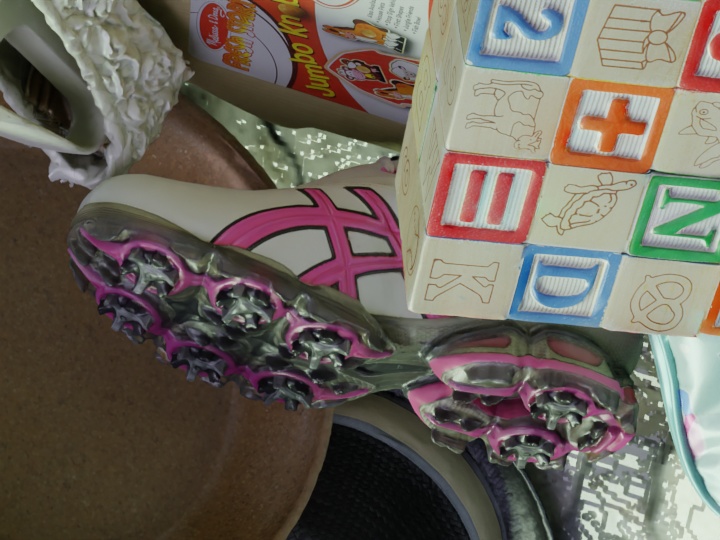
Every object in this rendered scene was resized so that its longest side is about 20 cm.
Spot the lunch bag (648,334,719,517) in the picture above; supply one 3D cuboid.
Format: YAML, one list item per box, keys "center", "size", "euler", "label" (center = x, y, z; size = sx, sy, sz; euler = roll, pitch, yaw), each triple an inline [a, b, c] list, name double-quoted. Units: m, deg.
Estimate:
- center: [0.162, -0.001, 0.779]
  size: [0.159, 0.077, 0.201]
  euler: [-5, 118, 26]
  label: "lunch bag"

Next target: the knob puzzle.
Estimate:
- center: [-0.020, -0.094, 0.772]
  size: [0.218, 0.031, 0.220]
  euler: [16, 162, 5]
  label: "knob puzzle"

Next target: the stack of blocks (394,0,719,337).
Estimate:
- center: [0.083, -0.077, 0.645]
  size: [0.114, 0.059, 0.201]
  euler: [4, 131, -8]
  label: "stack of blocks"

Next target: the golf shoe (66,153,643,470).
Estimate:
- center: [0.000, 0.000, 0.817]
  size: [0.199, 0.093, 0.073]
  euler: [17, 148, -16]
  label: "golf shoe"

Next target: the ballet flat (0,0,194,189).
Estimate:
- center: [-0.111, -0.083, 0.738]
  size: [0.071, 0.072, 0.200]
  euler: [-3, 154, 26]
  label: "ballet flat"

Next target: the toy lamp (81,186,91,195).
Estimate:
- center: [-0.166, -0.090, 0.885]
  size: [0.199, 0.058, 0.058]
  euler: [35, 129, -4]
  label: "toy lamp"

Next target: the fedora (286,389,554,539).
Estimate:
- center: [-0.020, 0.129, 0.938]
  size: [0.199, 0.092, 0.202]
  euler: [12, 126, 17]
  label: "fedora"

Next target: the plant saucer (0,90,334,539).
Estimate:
- center: [-0.103, 0.025, 0.814]
  size: [0.200, 0.200, 0.035]
  euler: [46, 146, -10]
  label: "plant saucer"
